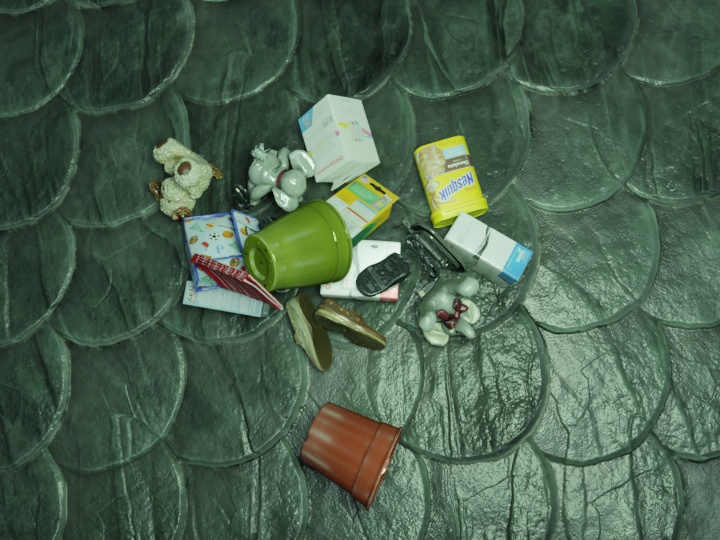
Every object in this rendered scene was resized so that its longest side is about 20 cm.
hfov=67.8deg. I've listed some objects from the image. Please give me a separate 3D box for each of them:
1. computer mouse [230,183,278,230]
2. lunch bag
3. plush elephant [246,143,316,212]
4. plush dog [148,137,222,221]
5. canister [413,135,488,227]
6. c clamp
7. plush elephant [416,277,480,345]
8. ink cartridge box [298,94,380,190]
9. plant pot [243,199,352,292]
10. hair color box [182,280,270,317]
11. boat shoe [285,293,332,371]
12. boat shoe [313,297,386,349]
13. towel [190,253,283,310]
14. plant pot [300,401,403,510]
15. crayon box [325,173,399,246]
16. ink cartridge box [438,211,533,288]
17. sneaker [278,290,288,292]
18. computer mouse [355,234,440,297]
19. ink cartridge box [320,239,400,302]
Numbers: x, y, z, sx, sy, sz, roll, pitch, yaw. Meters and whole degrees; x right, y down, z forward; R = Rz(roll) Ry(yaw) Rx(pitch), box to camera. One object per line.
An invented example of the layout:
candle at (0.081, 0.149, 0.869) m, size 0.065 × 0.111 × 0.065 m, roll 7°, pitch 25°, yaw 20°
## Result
computer mouse at (-0.253, -0.133, 1.342) m, size 0.058 × 0.034 × 0.200 m, roll -31°, pitch 113°, yaw 32°
lunch bag at (-0.327, -0.057, 1.332) m, size 0.197 × 0.125 × 0.171 m, roll -8°, pitch 49°, yaw -22°
plush elephant at (-0.195, -0.227, 1.349) m, size 0.154 × 0.200 × 0.166 m, roll 35°, pitch 78°, yaw 3°
plush dog at (-0.462, -0.219, 1.396) m, size 0.200 × 0.160 × 0.173 m, roll 42°, pitch 101°, yaw 34°
canister at (0.229, -0.230, 1.383) m, size 0.146 × 0.087 × 0.203 m, roll -16°, pitch 81°, yaw -1°
c clamp at (0.180, -0.063, 1.346) m, size 0.200 × 0.171 × 0.027 m, roll 44°, pitch 77°, yaw -7°
plush elephant at (0.220, 0.107, 1.305) m, size 0.164 × 0.200 × 0.155 m, roll -42°, pitch 106°, yaw -2°
ink cartridge box at (-0.051, -0.317, 1.361) m, size 0.128 × 0.124 × 0.203 m, roll -23°, pitch 81°, yaw 43°
plant pot at (-0.153, -0.041, 1.213) m, size 0.191 × 0.200 × 0.203 m, roll -22°, pitch 80°, yaw -39°
hair color box at (-0.333, 0.074, 1.355) m, size 0.196 × 0.099 × 0.062 m, roll 10°, pitch 84°, yaw 3°
boat shoe at (-0.133, 0.161, 1.360) m, size 0.064 × 0.072 × 0.203 m, roll -25°, pitch 86°, yaw 35°
boat shoe at (-0.018, 0.133, 1.350) m, size 0.198 × 0.072 × 0.068 m, roll 28°, pitch 57°, yaw -5°
towel at (-0.275, 0.027, 1.189) m, size 0.198 × 0.145 × 0.023 m, roll 18°, pitch 68°, yaw 36°
plant pot at (-0.026, 0.420, 1.264) m, size 0.193 × 0.201 × 0.203 m, roll 23°, pitch 84°, yaw 13°
crayon box at (-0.009, -0.151, 1.357) m, size 0.125 × 0.052 × 0.200 m, roll 37°, pitch 55°, yaw 18°
ink cartridge box at (0.304, -0.049, 1.326) m, size 0.198 × 0.145 × 0.085 m, roll 31°, pitch 83°, yaw 5°
sneaker at (-0.164, -0.035, 1.372) m, size 0.080 × 0.083 × 0.202 m, roll 26°, pitch 83°, yaw 5°
computer mouse at (0.094, 0.022, 1.291) m, size 0.199 × 0.046 × 0.141 m, roll -37°, pitch 74°, yaw -13°
ink cartridge box at (0.000, 0.000, 1.361) m, size 0.196 × 0.083 × 0.149 m, roll 3°, pitch 83°, yaw 2°
